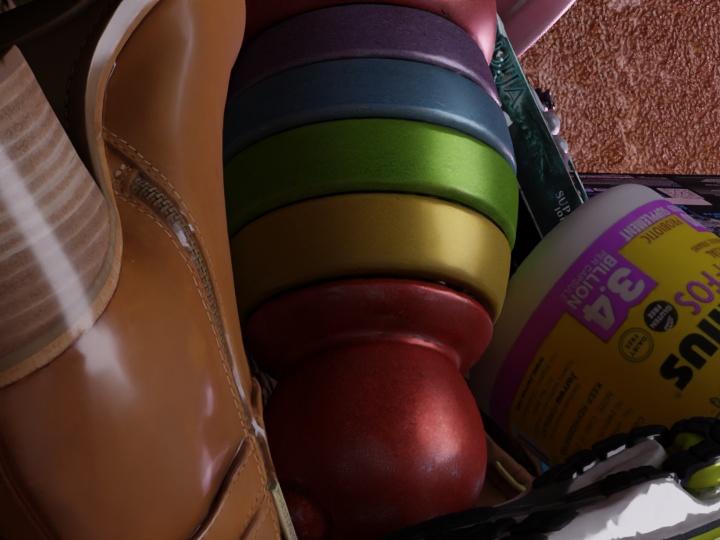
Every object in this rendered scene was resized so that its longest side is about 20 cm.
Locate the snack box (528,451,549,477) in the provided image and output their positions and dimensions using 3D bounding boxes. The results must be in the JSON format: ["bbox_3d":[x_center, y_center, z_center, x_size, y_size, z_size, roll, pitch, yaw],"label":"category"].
[{"bbox_3d":[0.181,0.112,0.912,0.037,0.200,0.116,144,-61,-84],"label":"snack box"}]

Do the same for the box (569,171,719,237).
[{"bbox_3d":[0.153,0.000,0.925,0.199,0.200,0.050,-136,-130,-61],"label":"box"}]

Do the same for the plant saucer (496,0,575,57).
[{"bbox_3d":[0.048,-0.143,1.006,0.051,0.200,0.201,46,17,-16],"label":"plant saucer"}]

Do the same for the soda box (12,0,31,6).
[{"bbox_3d":[-0.103,-0.183,0.589,0.068,0.064,0.200,53,20,-60],"label":"soda box"}]

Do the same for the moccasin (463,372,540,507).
[{"bbox_3d":[0.025,0.030,0.832,0.074,0.078,0.202,-96,163,-59],"label":"moccasin"}]

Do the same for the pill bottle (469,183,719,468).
[{"bbox_3d":[0.142,0.064,0.696,0.200,0.104,0.104,39,-3,22],"label":"pill bottle"}]

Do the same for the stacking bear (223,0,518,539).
[{"bbox_3d":[0.000,0.000,0.667,0.121,0.114,0.200,12,62,-29],"label":"stacking bear"}]

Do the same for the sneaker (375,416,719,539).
[{"bbox_3d":[0.056,0.109,0.585,0.074,0.200,0.081,-4,-78,59],"label":"sneaker"}]

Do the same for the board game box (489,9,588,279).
[{"bbox_3d":[0.026,-0.053,0.853,0.135,0.028,0.200,64,-20,-16],"label":"board game box"}]

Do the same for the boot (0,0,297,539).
[{"bbox_3d":[-0.045,0.010,0.470,0.200,0.077,0.155,-74,142,-70],"label":"boot"}]

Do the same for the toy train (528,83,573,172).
[{"bbox_3d":[0.062,-0.047,1.093,0.200,0.114,0.085,-91,160,-62],"label":"toy train"}]
